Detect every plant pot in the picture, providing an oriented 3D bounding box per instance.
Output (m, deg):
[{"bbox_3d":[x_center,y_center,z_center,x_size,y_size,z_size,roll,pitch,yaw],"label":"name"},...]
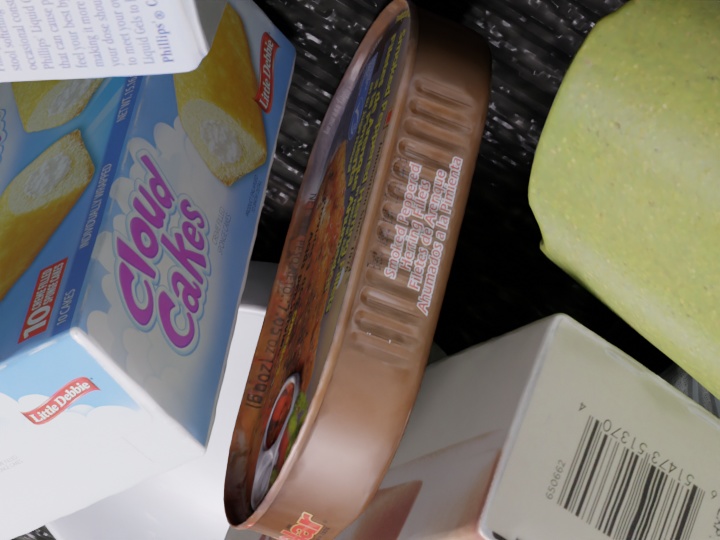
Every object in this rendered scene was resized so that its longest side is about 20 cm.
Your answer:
[{"bbox_3d":[0.163,-0.018,0.799,0.184,0.200,0.201,33,140,26],"label":"plant pot"}]

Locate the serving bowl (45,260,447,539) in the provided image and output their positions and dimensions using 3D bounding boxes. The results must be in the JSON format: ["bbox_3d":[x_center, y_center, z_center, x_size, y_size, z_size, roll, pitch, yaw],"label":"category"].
[{"bbox_3d":[-0.038,0.066,1.017,0.199,0.066,0.201,7,133,7],"label":"serving bowl"}]

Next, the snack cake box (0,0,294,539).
[{"bbox_3d":[-0.099,-0.011,0.855,0.115,0.200,0.067,-24,127,29],"label":"snack cake box"}]

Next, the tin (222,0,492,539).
[{"bbox_3d":[0.000,0.000,0.859,0.042,0.201,0.112,19,157,-9],"label":"tin"}]

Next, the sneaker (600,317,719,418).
[{"bbox_3d":[0.122,0.062,0.984,0.084,0.077,0.200,32,130,6],"label":"sneaker"}]

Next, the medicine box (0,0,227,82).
[{"bbox_3d":[-0.133,-0.150,0.757,0.199,0.183,0.103,-2,132,15],"label":"medicine box"}]

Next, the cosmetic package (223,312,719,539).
[{"bbox_3d":[0.039,0.095,0.876,0.103,0.087,0.200,33,153,-18],"label":"cosmetic package"}]
